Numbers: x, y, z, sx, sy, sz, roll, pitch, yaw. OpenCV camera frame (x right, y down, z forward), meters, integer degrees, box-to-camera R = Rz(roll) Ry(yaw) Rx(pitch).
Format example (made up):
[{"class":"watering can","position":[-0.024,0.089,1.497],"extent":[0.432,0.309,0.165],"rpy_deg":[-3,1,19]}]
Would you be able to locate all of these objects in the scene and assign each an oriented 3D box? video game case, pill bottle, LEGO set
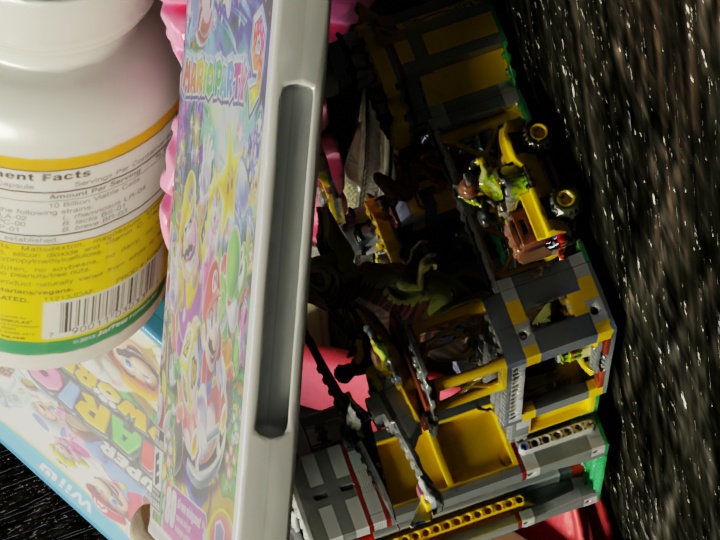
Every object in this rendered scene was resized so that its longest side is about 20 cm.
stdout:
[{"class":"video game case","position":[-0.106,0.059,1.236],"extent":[0.143,0.018,0.200],"rpy_deg":[41,152,3]},{"class":"video game case","position":[-0.037,-0.009,0.846],"extent":[0.143,0.018,0.201],"rpy_deg":[-158,73,-76]},{"class":"pill bottle","position":[-0.116,-0.062,1.036],"extent":[0.200,0.112,0.113],"rpy_deg":[101,152,-54]},{"class":"LEGO set","position":[0.002,0.015,0.884],"extent":[0.200,0.116,0.154],"rpy_deg":[96,155,-75]}]

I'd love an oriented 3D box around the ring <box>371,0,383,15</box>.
[{"class":"ring","position":[-0.023,-0.143,1.184],"extent":[0.200,0.019,0.201],"rpy_deg":[160,90,-85]}]

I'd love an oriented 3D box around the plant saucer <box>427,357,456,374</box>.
[{"class":"plant saucer","position":[0.047,0.112,1.253],"extent":[0.200,0.048,0.200],"rpy_deg":[-115,8,-50]}]

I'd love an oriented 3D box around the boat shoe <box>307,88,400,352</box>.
[{"class":"boat shoe","position":[0.000,0.000,1.112],"extent":[0.073,0.065,0.201],"rpy_deg":[-108,9,-59]}]

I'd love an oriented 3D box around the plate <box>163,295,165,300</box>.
[{"class":"plate","position":[-0.106,-0.055,1.275],"extent":[0.032,0.199,0.200],"rpy_deg":[-107,-8,-68]}]

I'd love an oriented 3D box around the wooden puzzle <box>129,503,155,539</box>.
[{"class":"wooden puzzle","position":[0.003,0.162,1.078],"extent":[0.185,0.046,0.200],"rpy_deg":[34,163,15]}]

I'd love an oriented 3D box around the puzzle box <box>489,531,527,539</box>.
[{"class":"puzzle box","position":[0.051,0.145,1.053],"extent":[0.133,0.025,0.200],"rpy_deg":[31,157,23]}]

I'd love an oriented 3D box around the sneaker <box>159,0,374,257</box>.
[{"class":"sneaker","position":[-0.025,-0.091,0.981],"extent":[0.095,0.079,0.200],"rpy_deg":[-66,-10,-52]}]

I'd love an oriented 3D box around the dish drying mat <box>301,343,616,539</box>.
[{"class":"dish drying mat","position":[0.014,0.066,1.042],"extent":[0.200,0.018,0.077],"rpy_deg":[13,126,50]}]
